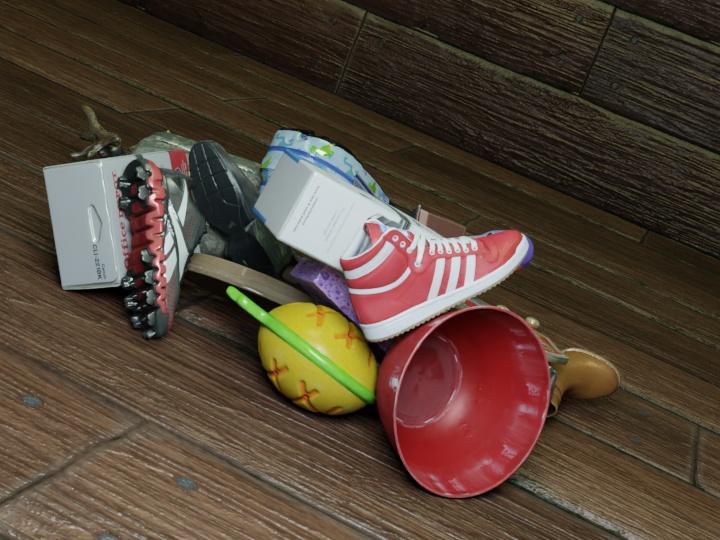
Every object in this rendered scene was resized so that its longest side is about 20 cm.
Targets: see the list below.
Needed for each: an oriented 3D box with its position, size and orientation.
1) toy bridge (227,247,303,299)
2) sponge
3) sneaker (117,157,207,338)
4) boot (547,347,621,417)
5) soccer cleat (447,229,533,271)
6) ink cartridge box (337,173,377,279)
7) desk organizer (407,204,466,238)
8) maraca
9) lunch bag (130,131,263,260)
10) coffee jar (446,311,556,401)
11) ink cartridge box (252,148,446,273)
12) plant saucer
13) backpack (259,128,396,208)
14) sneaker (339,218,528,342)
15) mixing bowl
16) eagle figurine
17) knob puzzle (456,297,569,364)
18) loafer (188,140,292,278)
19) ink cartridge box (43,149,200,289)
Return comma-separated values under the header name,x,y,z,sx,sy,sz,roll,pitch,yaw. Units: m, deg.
name,x,y,z,sx,sy,sz,roll,pitch,yaw
toy bridge,-0.125,-0.005,1.567,0.027,0.068,0.200,27,16,19
sponge,0.008,0.066,1.319,0.200,0.030,0.112,45,-10,-15
sneaker,-0.216,-0.024,1.301,0.098,0.202,0.071,3,-10,-41
boot,0.256,0.149,1.531,0.199,0.077,0.155,19,15,-2
soccer cleat,0.152,-0.016,1.510,0.199,0.069,0.073,-3,8,-26
ink cartridge box,0.000,0.000,1.468,0.040,0.201,0.200,15,17,-20
desk organizer,0.066,-0.012,1.629,0.077,0.072,0.200,20,-26,-17
maraca,-0.064,0.082,1.258,0.200,0.107,0.137,37,-8,11
lunch bag,-0.238,-0.095,1.584,0.199,0.140,0.168,20,15,-2
coffee jar,0.132,0.122,1.405,0.199,0.105,0.085,28,50,23
ink cartridge box,-0.003,-0.042,1.264,0.199,0.084,0.145,28,6,-22
plant saucer,-0.130,0.024,1.392,0.199,0.030,0.200,21,-8,3
backpack,-0.058,-0.116,1.589,0.163,0.154,0.200,23,-24,24
sneaker,0.073,-0.021,1.177,0.199,0.113,0.071,-29,17,-14
mixing bowl,0.092,0.127,1.224,0.199,0.201,0.108,11,3,-31
eagle figurine,-0.327,-0.148,1.731,0.200,0.150,0.152,47,37,-47
knob puzzle,0.186,0.061,1.481,0.219,0.031,0.220,30,7,-4
loafer,-0.153,-0.078,1.482,0.073,0.201,0.072,-18,13,32
ink cartridge box,-0.281,-0.064,1.388,0.083,0.145,0.200,-5,7,20
